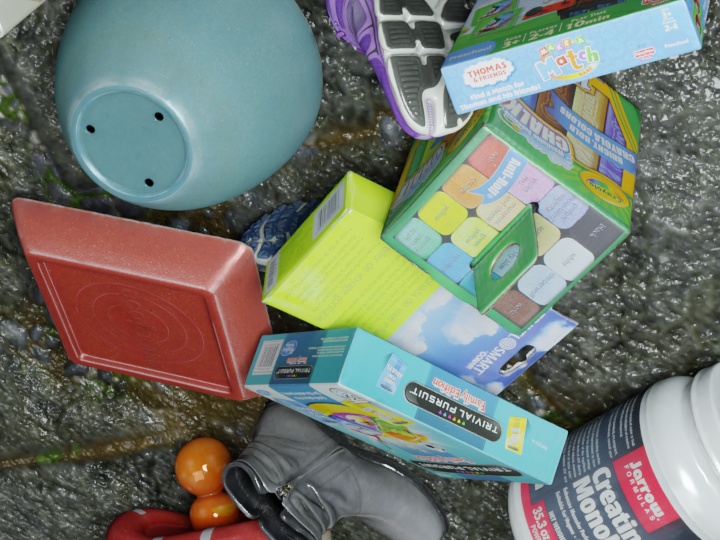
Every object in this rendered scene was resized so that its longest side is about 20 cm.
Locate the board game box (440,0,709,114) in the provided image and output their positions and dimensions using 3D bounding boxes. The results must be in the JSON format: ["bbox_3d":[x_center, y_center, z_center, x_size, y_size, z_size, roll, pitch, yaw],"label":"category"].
[{"bbox_3d":[0.144,-0.172,0.993,0.151,0.200,0.037,-13,116,25],"label":"board game box"}]

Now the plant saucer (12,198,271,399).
[{"bbox_3d":[-0.172,0.033,1.274,0.200,0.037,0.200,11,146,14],"label":"plant saucer"}]

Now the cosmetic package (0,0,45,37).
[{"bbox_3d":[-0.254,-0.218,1.093,0.105,0.200,0.071,-11,117,23],"label":"cosmetic package"}]

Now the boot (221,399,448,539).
[{"bbox_3d":[-0.023,0.200,1.328,0.200,0.132,0.070,37,124,-7],"label":"boot"}]

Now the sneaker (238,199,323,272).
[{"bbox_3d":[0.000,0.000,1.230,0.200,0.077,0.085,2,126,17],"label":"sneaker"}]

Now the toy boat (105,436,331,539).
[{"bbox_3d":[-0.131,0.211,1.395,0.200,0.130,0.131,-14,86,24],"label":"toy boat"}]

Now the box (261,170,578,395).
[{"bbox_3d":[0.044,0.016,1.165,0.200,0.048,0.122,25,133,-22],"label":"box"}]

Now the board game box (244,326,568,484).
[{"bbox_3d":[0.033,0.106,1.218,0.200,0.047,0.151,27,163,-25],"label":"board game box"}]

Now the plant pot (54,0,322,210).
[{"bbox_3d":[-0.142,-0.122,1.159,0.200,0.135,0.200,9,124,13],"label":"plant pot"}]

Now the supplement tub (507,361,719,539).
[{"bbox_3d":[0.226,0.168,1.222,0.200,0.140,0.140,-35,106,32],"label":"supplement tub"}]

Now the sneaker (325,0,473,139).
[{"bbox_3d":[0.023,-0.164,1.071,0.080,0.200,0.083,0,145,-28],"label":"sneaker"}]

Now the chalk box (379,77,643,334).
[{"bbox_3d":[0.102,-0.054,1.078,0.124,0.200,0.125,35,125,-11],"label":"chalk box"}]
